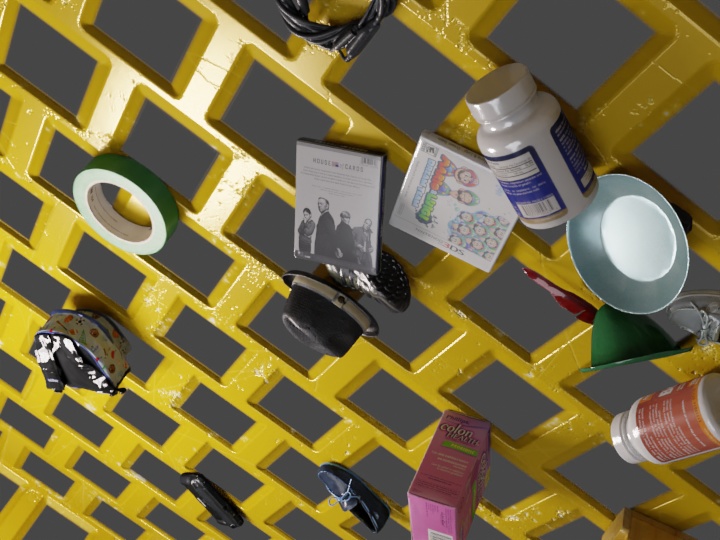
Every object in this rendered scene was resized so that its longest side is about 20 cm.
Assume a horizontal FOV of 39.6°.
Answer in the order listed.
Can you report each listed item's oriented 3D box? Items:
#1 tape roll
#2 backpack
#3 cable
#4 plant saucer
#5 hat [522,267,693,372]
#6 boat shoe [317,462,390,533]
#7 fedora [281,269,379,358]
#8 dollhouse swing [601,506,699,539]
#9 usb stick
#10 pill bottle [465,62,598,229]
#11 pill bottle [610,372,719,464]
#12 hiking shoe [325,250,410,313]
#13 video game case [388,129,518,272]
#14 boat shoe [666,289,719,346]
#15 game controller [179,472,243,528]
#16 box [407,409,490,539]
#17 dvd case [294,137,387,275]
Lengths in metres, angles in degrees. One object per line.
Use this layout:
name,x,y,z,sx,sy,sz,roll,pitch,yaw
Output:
tape roll,-0.432,-0.120,1.841,0.199,0.048,0.202,18,139,16
backpack,-0.603,0.168,2.168,0.198,0.155,0.191,0,140,24
cable,-0.033,-0.379,1.331,0.163,0.051,0.200,41,142,-4
plant saucer,0.376,-0.041,1.386,0.200,0.038,0.203,28,129,41
hat,0.389,0.054,1.514,0.165,0.198,0.178,-27,72,60
boat shoe,-0.015,0.503,2.209,0.199,0.069,0.084,38,140,-8
fedora,-0.068,0.088,1.751,0.199,0.092,0.201,29,163,10
dollhouse swing,0.546,0.570,1.845,0.198,0.177,0.183,23,140,8
usb stick,0.398,-0.026,1.432,0.055,0.033,0.200,39,141,3
pill bottle,0.224,-0.167,1.326,0.119,0.120,0.201,-11,125,39
pill bottle,0.499,0.242,1.582,0.112,0.113,0.199,43,139,-14
hiking shoe,0.000,0.000,1.688,0.200,0.076,0.101,45,148,-3
video game case,0.149,-0.101,1.516,0.181,0.024,0.201,26,140,5
boat shoe,0.538,0.085,1.433,0.200,0.065,0.075,19,139,14
game controller,-0.381,0.587,2.559,0.104,0.042,0.201,1,133,51
box,0.171,0.403,1.886,0.096,0.201,0.177,13,137,19
dvd case,-0.034,-0.101,1.581,0.149,0.025,0.202,13,117,20
